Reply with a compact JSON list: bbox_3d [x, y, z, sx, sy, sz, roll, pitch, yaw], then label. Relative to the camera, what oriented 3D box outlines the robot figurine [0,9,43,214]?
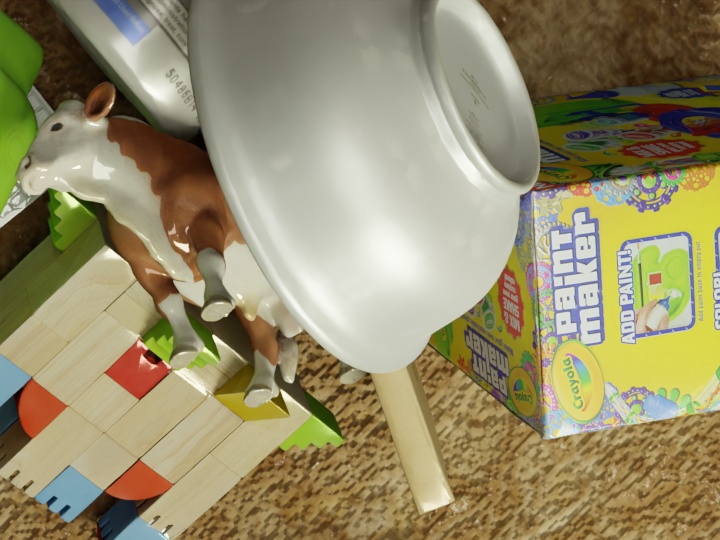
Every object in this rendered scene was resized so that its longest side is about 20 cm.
[{"bbox_3d":[-0.224,-0.039,1.145,0.116,0.175,0.201,41,63,-35],"label":"robot figurine"}]

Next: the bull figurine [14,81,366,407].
[{"bbox_3d":[-0.074,-0.010,1.160,0.065,0.122,0.200,-34,148,24],"label":"bull figurine"}]

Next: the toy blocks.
[{"bbox_3d":[-0.126,0.062,1.239,0.137,0.100,0.200,-42,122,11],"label":"toy blocks"}]

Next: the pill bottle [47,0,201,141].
[{"bbox_3d":[-0.048,-0.164,1.189,0.200,0.114,0.114,-41,111,-4],"label":"pill bottle"}]

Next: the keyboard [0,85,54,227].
[{"bbox_3d":[-0.229,-0.016,1.225,0.200,0.011,0.056,-39,111,-5],"label":"keyboard"}]

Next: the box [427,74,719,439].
[{"bbox_3d":[0.141,-0.013,1.239,0.192,0.200,0.123,-9,106,-16],"label":"box"}]

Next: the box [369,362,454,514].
[{"bbox_3d":[0.000,0.000,1.219,0.021,0.164,0.201,-18,108,2],"label":"box"}]

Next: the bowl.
[{"bbox_3d":[0.017,-0.064,1.076,0.090,0.201,0.202,-22,113,24],"label":"bowl"}]
